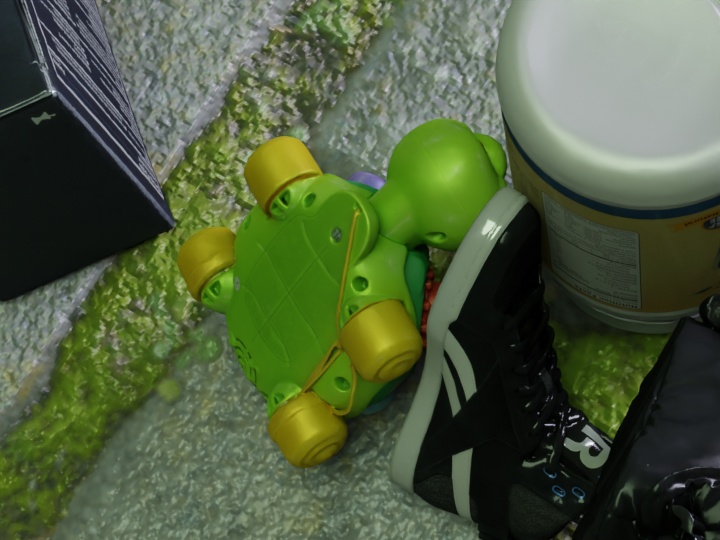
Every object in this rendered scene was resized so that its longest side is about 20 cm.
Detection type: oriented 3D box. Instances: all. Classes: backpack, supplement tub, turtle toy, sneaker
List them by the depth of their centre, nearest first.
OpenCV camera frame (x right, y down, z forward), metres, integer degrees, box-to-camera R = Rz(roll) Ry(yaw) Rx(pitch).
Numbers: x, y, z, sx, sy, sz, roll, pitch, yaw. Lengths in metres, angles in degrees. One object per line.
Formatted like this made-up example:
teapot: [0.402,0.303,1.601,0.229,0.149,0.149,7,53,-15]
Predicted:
backpack: [0.206,0.129,0.949,0.199,0.127,0.168,29,51,2]
supplement tub: [0.144,-0.062,1.011,0.143,0.200,0.146,-3,66,8]
sneaker: [0.089,0.056,1.015,0.111,0.201,0.073,28,45,15]
turtle toy: [0.000,0.000,1.070,0.200,0.100,0.146,-49,61,36]

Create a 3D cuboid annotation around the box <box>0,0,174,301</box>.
box: [-0.212,-0.117,1.129,0.122,0.200,0.200,-24,67,5]
